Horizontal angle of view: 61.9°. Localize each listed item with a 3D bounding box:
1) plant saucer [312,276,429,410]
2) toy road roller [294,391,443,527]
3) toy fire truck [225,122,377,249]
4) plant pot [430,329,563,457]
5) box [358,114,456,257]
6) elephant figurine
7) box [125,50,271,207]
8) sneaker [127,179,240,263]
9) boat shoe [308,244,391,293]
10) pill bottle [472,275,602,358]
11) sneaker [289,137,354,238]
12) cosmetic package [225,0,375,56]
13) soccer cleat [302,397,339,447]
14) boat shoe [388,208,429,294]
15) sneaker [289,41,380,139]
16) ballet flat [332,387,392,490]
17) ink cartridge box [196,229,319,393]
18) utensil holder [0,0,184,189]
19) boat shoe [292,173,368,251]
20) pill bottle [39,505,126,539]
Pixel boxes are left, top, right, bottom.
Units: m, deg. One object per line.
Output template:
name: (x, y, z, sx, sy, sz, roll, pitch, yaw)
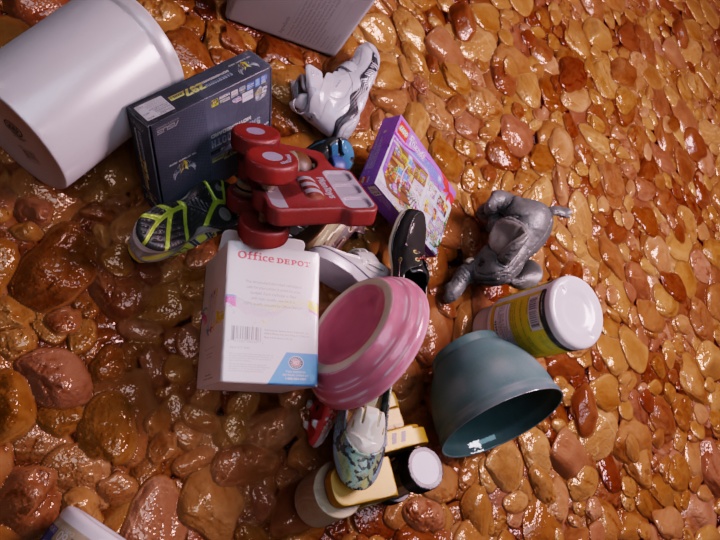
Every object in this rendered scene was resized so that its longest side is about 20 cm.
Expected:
plant saucer: (-0.001, 0.084, 0.798, 0.051, 0.200, 0.202, 42, 60, -27)
toy road roller: (0.002, 0.255, 0.832, 0.198, 0.123, 0.147, -4, 63, -30)
toy fire truck: (-0.084, -0.115, 0.793, 0.166, 0.113, 0.200, -2, 34, -24)
plant pot: (0.189, 0.178, 0.927, 0.198, 0.201, 0.135, -3, 51, -29)
box: (0.082, -0.132, 0.983, 0.200, 0.039, 0.138, 45, 56, -40)
elephant figurine: (0.249, -0.027, 1.028, 0.140, 0.155, 0.201, 27, 55, -9)
box: (-0.208, -0.185, 0.812, 0.051, 0.158, 0.200, 40, 56, 19)
sneaker: (-0.234, -0.068, 0.819, 0.199, 0.076, 0.076, -28, 89, -50)
boat shoe: (0.000, 0.000, 0.911, 0.199, 0.072, 0.066, 28, 62, -34)
pill bottle: (0.281, 0.086, 0.982, 0.113, 0.200, 0.116, 8, 72, -26)
sneaker: (-0.094, -0.123, 0.915, 0.200, 0.082, 0.073, -47, 125, -14)
cosmetic package: (-0.092, -0.483, 0.956, 0.198, 0.166, 0.169, 10, 71, -25)
soccer cleat: (-0.017, 0.166, 0.873, 0.085, 0.069, 0.201, 30, 59, -14)
boat shoe: (0.077, 0.001, 0.904, 0.073, 0.063, 0.204, 27, 67, -43)
sneaker: (-0.043, -0.314, 0.988, 0.114, 0.075, 0.202, 27, 68, -23)
ballet flat: (0.008, 0.177, 0.775, 0.074, 0.074, 0.201, 28, 40, -19)
ink cartridge box: (-0.136, 0.055, 0.802, 0.127, 0.125, 0.202, 9, 72, -27)
utensil holder: (-0.348, -0.225, 0.740, 0.170, 0.170, 0.200, 45, 61, -11)
boat shoe: (-0.024, -0.079, 0.945, 0.200, 0.072, 0.072, -52, 127, -32)
pill bottle: (-0.326, 0.362, 0.618, 0.111, 0.111, 0.201, 40, 60, -13)
